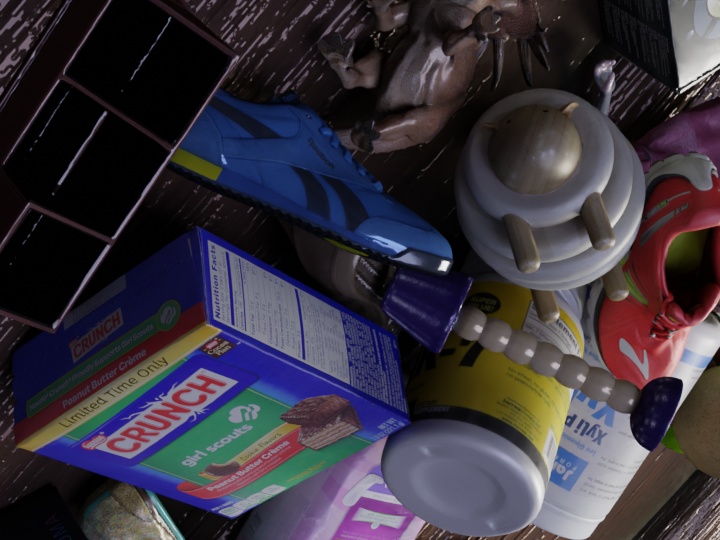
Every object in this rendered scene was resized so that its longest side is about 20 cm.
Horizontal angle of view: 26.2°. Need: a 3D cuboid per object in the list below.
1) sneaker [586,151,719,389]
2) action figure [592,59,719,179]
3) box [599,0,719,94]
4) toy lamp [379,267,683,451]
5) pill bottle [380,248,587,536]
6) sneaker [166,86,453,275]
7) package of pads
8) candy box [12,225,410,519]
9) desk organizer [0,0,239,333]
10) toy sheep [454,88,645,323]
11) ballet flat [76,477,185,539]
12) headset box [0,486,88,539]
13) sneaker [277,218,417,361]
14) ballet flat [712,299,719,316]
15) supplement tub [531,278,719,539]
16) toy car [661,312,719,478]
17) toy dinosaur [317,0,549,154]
[{"bbox_3d":[0.208,0.017,1.065,0.076,0.085,0.201,-5,131,-11],"label":"sneaker"},{"bbox_3d":[0.203,-0.074,1.166,0.199,0.135,0.149,-6,167,-19],"label":"action figure"},{"bbox_3d":[0.241,-0.251,1.049,0.163,0.086,0.201,-31,134,-14],"label":"box"},{"bbox_3d":[0.109,0.051,1.004,0.199,0.058,0.058,23,111,2],"label":"toy lamp"},{"bbox_3d":[0.094,0.075,1.092,0.115,0.114,0.201,74,29,-42],"label":"pill bottle"},{"bbox_3d":[-0.027,-0.062,0.937,0.199,0.066,0.079,25,84,-1],"label":"sneaker"},{"bbox_3d":[-0.002,0.163,1.173,0.120,0.076,0.201,20,107,-41],"label":"package of pads"},{"bbox_3d":[-0.094,0.074,0.996,0.169,0.077,0.200,-31,140,27],"label":"candy box"},{"bbox_3d":[-0.162,-0.071,0.883,0.072,0.077,0.200,26,103,-45],"label":"desk organizer"},{"bbox_3d":[0.126,-0.046,1.024,0.138,0.138,0.200,-39,155,-7],"label":"toy sheep"},{"bbox_3d":[-0.140,0.219,1.117,0.071,0.071,0.200,-38,130,-8],"label":"ballet flat"},{"bbox_3d":[-0.243,0.264,0.995,0.199,0.174,0.093,-27,134,-17],"label":"headset box"},{"bbox_3d":[0.000,0.000,1.071,0.071,0.075,0.200,-52,157,-12],"label":"sneaker"},{"bbox_3d":[0.290,0.017,1.191,0.072,0.072,0.200,-52,168,6],"label":"ballet flat"},{"bbox_3d":[0.181,0.095,1.220,0.132,0.132,0.201,18,107,-43],"label":"supplement tub"},{"bbox_3d":[0.312,0.119,1.286,0.157,0.200,0.165,-1,121,-36],"label":"toy car"},{"bbox_3d":[0.049,-0.129,1.002,0.200,0.086,0.135,-47,158,17],"label":"toy dinosaur"}]
